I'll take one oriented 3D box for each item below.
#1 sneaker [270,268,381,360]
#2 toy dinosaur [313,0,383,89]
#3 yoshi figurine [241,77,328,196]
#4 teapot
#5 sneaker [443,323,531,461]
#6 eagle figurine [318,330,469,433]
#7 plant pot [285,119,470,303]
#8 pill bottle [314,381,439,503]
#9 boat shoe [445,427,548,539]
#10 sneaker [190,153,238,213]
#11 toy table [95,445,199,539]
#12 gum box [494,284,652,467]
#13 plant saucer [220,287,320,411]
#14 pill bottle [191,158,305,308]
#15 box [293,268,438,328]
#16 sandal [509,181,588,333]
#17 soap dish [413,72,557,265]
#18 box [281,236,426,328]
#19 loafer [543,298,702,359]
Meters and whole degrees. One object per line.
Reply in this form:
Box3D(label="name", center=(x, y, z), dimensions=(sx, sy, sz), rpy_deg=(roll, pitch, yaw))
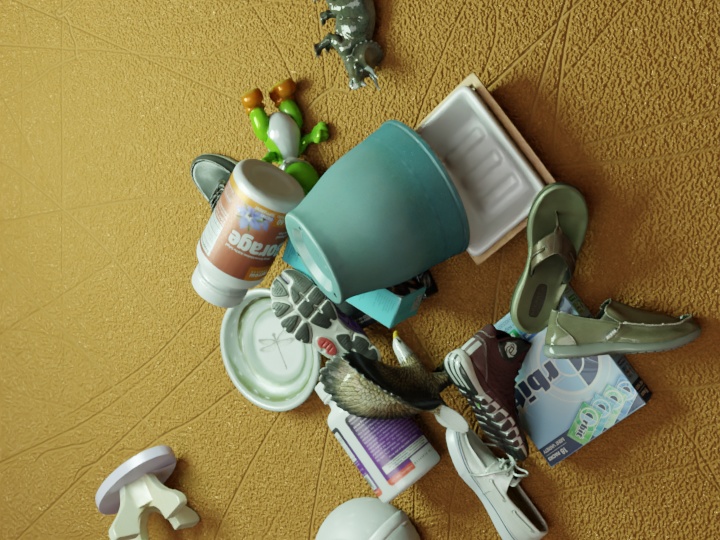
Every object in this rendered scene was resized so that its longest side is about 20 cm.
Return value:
Box3D(label="sneaker", center=(-0.054, 0.079, 1.335), dimensions=(0.081, 0.084, 0.200), rpy_deg=(-43, 101, 7))
Box3D(label="toy dinosaur", center=(-0.015, -0.356, 1.299), dimensions=(0.100, 0.077, 0.204), rpy_deg=(0, 96, 19))
Box3D(label="yoshi figurine", center=(-0.106, -0.180, 1.364), dimensions=(0.111, 0.112, 0.203), rpy_deg=(-17, 94, 26))
Box3D(label="teapot", center=(-0.001, 0.458, 1.413), dimensions=(0.194, 0.145, 0.204), rpy_deg=(-3, 98, 31))
Box3D(label="sneaker", center=(0.200, 0.155, 1.217), dimensions=(0.075, 0.115, 0.201), rpy_deg=(19, 148, 55))
Box3D(label="eagle figurine", center=(0.056, 0.154, 1.263), dimensions=(0.151, 0.197, 0.154), rpy_deg=(47, 142, 50))
Box3D(label="plant pot", center=(0.011, -0.061, 1.193), dimensions=(0.201, 0.187, 0.201), rpy_deg=(51, 164, 21))
Box3D(label="pill bottle", center=(0.020, 0.235, 1.371), dimensions=(0.111, 0.111, 0.201), rpy_deg=(-43, 78, 31))
Box3D(label="boat shoe", center=(0.203, 0.294, 1.294), dimensions=(0.086, 0.074, 0.204), rpy_deg=(-33, 85, 33))
Box3D(label="sneaker", center=(-0.215, -0.117, 1.442), dimensions=(0.199, 0.106, 0.076), rpy_deg=(38, 117, 19))
Box3D(label="toy table", center=(-0.384, 0.418, 1.637), dimensions=(0.118, 0.182, 0.201), rpy_deg=(58, 133, 27))
Box3D(label="gum box", center=(0.264, 0.136, 1.239), dimensions=(0.170, 0.044, 0.201), rpy_deg=(-42, 78, 31))
Box3D(label="plant saucer", center=(-0.137, 0.125, 1.480), dimensions=(0.197, 0.050, 0.204), rpy_deg=(7, 104, 31))
Box3D(label="pill bottle", center=(-0.167, -0.048, 1.311), dimensions=(0.112, 0.112, 0.202), rpy_deg=(41, 119, 17))
Box3D(label="box", center=(0.000, 0.000, 1.372), dimensions=(0.198, 0.043, 0.162), rpy_deg=(-26, 87, 33))
Box3D(label="sandal", center=(0.244, -0.010, 1.151), dimensions=(0.078, 0.057, 0.205), rpy_deg=(7, 107, -8))
Box3D(label="soap dish", center=(0.161, -0.136, 1.222), dimensions=(0.157, 0.081, 0.201), rpy_deg=(-41, 78, 31))
Box3D(label="box", center=(-0.010, 0.004, 1.304), dimensions=(0.198, 0.082, 0.050), rpy_deg=(31, 115, 22))
Box3D(label="loafer", center=(0.326, 0.069, 1.142), dimensions=(0.196, 0.075, 0.071), rpy_deg=(-6, 86, 4))
